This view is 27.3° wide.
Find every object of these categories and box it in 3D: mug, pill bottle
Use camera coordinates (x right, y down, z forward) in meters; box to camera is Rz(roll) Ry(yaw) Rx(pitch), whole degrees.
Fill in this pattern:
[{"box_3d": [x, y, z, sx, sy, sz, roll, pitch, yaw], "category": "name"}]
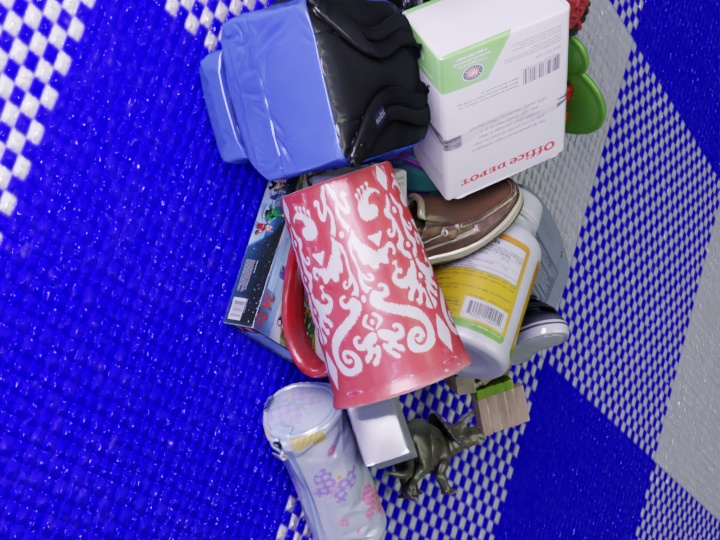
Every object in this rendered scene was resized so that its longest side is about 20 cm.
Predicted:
[{"box_3d": [-0.012, 0.017, 1.362, 0.133, 0.177, 0.200, -29, 101, -74], "category": "mug"}, {"box_3d": [0.134, 0.008, 1.625, 0.111, 0.111, 0.200, 50, 52, -49], "category": "pill bottle"}]

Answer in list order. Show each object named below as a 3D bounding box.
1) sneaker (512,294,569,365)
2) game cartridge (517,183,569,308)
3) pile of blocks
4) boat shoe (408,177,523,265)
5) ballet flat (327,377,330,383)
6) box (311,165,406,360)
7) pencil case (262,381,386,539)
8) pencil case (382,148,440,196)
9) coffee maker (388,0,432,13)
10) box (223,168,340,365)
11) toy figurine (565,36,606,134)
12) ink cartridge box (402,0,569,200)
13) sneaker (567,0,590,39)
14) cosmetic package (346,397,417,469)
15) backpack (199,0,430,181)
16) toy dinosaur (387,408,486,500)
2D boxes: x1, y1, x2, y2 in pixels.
[{"box_3d": [0.191, 0.064, 1.792, 0.078, 0.200, 0.080, -4, 78, -15], "category": "sneaker"}, {"box_3d": [0.213, -0.016, 1.910, 0.133, 0.040, 0.200, -62, 143, -23], "category": "game cartridge"}, {"box_3d": [0.120, 0.101, 1.710, 0.082, 0.062, 0.200, -40, 109, -3], "category": "pile of blocks"}, {"box_3d": [0.076, -0.049, 1.561, 0.202, 0.075, 0.075, -30, 137, -2], "category": "boat shoe"}, {"box_3d": [0.031, 0.050, 1.600, 0.070, 0.065, 0.200, 40, 59, -27], "category": "ballet flat"}, {"box_3d": [0.000, 0.000, 1.474, 0.082, 0.068, 0.200, -23, 116, -54], "category": "box"}, {"box_3d": [-0.035, 0.207, 1.520, 0.091, 0.083, 0.200, -69, 149, -44], "category": "pencil case"}, {"box_3d": [0.095, -0.173, 1.643, 0.092, 0.085, 0.200, 43, 60, -30], "category": "pencil case"}, {"box_3d": [0.077, -0.331, 1.497, 0.192, 0.135, 0.200, 49, 61, -6], "category": "coffee maker"}, {"box_3d": [-0.057, -0.017, 1.481, 0.137, 0.038, 0.200, 36, 66, -54], "category": "box"}, {"box_3d": [0.182, -0.162, 1.729, 0.184, 0.150, 0.200, -54, 165, -22], "category": "toy figurine"}, {"box_3d": [0.127, -0.186, 1.485, 0.145, 0.084, 0.200, -24, 143, -14], "category": "ink cartridge box"}, {"box_3d": [0.173, -0.279, 1.612, 0.200, 0.095, 0.079, -45, 146, -24], "category": "sneaker"}, {"box_3d": [0.021, 0.160, 1.530, 0.200, 0.051, 0.083, 64, 6, -80], "category": "cosmetic package"}, {"box_3d": [-0.037, -0.172, 1.354, 0.200, 0.168, 0.163, -21, 103, -57], "category": "backpack"}, {"box_3d": [0.066, 0.211, 1.711, 0.200, 0.077, 0.102, 4, 81, -53], "category": "toy dinosaur"}]
